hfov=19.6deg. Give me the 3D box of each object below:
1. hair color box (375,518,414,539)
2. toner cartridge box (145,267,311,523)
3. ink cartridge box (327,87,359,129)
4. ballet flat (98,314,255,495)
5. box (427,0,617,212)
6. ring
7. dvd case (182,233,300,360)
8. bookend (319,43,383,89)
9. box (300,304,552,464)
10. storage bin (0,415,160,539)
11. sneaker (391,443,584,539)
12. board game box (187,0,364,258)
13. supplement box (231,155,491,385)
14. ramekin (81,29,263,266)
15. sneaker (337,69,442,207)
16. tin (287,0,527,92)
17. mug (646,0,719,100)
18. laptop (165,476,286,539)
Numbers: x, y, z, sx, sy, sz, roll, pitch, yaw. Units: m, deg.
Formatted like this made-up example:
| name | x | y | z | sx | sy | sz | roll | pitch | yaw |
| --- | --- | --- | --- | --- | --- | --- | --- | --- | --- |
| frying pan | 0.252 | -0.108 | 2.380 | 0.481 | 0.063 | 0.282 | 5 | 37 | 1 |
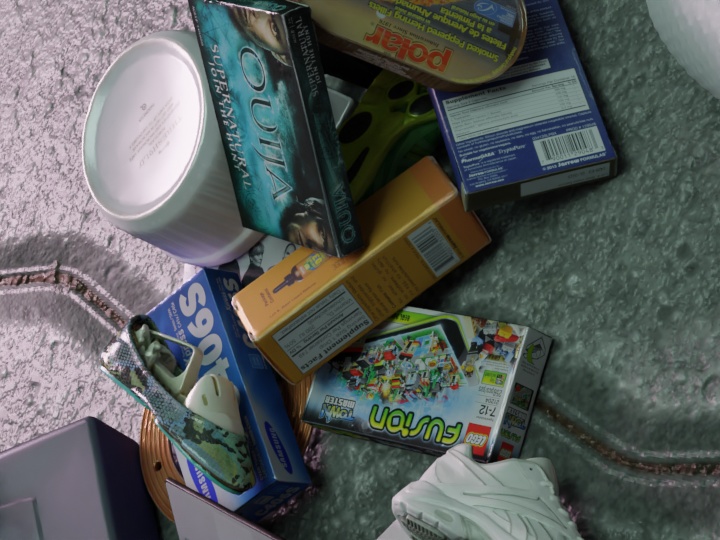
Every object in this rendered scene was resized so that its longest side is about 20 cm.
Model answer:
| name | x | y | z | sx | sy | sz | roll | pitch | yaw |
| --- | --- | --- | --- | --- | --- | --- | --- | --- | --- |
| hair color box | 0.049 | 0.292 | 1.520 | 0.111 | 0.064 | 0.200 | -45 | 50 | 17 |
| toner cartridge box | -0.115 | 0.107 | 1.708 | 0.095 | 0.043 | 0.200 | -39 | 59 | 32 |
| ink cartridge box | -0.097 | -0.094 | 1.829 | 0.200 | 0.045 | 0.176 | 28 | 90 | 44 |
| ballet flat | -0.139 | 0.098 | 1.659 | 0.200 | 0.074 | 0.074 | 38 | 98 | 37 |
| box | 0.115 | -0.145 | 1.634 | 0.121 | 0.032 | 0.200 | -14 | 58 | -3 |
| ring | -0.110 | 0.125 | 1.762 | 0.200 | 0.019 | 0.201 | -17 | 62 | 35 |
| dvd case | -0.091 | -0.021 | 1.757 | 0.150 | 0.025 | 0.200 | -5 | 76 | 42 |
| bookend | 0.005 | -0.267 | 1.697 | 0.092 | 0.199 | 0.200 | 22 | 86 | 24 |
| box | 0.049 | 0.086 | 1.629 | 0.200 | 0.035 | 0.110 | 8 | 77 | 43 |
| storage bin | -0.253 | 0.222 | 1.772 | 0.134 | 0.146 | 0.200 | -28 | 55 | 17 |
| sneaker | 0.124 | 0.181 | 1.483 | 0.200 | 0.078 | 0.099 | 28 | 66 | 24 |
| board game box | -0.066 | -0.115 | 1.608 | 0.135 | 0.028 | 0.200 | 18 | 128 | 51 |
| supplement box | 0.000 | 0.000 | 1.645 | 0.200 | 0.069 | 0.067 | -34 | 37 | 2 |
| ramekin | -0.149 | -0.110 | 1.752 | 0.202 | 0.094 | 0.203 | -13 | 71 | 42 |
| sneaker | 0.028 | -0.108 | 1.701 | 0.200 | 0.084 | 0.074 | -42 | 66 | -7 |
| tin | 0.031 | -0.206 | 1.589 | 0.042 | 0.200 | 0.112 | -33 | 38 | 64 |
| mug | 0.307 | -0.200 | 1.471 | 0.200 | 0.148 | 0.175 | -32 | 39 | -11 |
| laptop | -0.125 | 0.294 | 1.612 | 0.187 | 0.116 | 0.200 | 18 | 126 | 52 |
